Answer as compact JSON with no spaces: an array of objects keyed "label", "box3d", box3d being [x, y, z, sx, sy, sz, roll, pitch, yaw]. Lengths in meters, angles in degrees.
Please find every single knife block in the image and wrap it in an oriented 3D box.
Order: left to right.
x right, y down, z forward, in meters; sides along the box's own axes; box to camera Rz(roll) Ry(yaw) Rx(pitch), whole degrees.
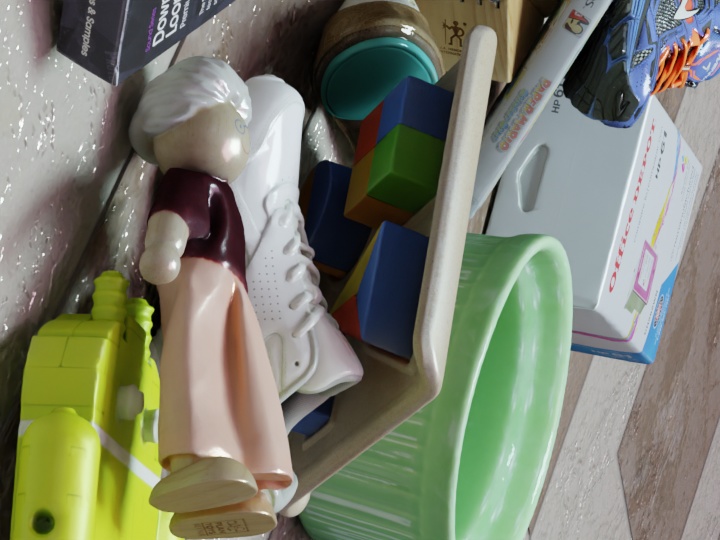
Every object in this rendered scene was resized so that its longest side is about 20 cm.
[{"label":"knife block","box3d":[0.064,-0.199,1.493,0.200,0.064,0.176,-58,154,-47]}]

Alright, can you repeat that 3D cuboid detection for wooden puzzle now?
[{"label":"wooden puzzle","box3d":[0.000,0.000,1.339,0.200,0.046,0.186,131,-27,-58]}]

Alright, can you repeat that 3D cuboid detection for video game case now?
[{"label":"video game case","box3d":[0.114,-0.135,1.589,0.182,0.023,0.200,-58,180,23]}]

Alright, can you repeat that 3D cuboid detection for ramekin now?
[{"label":"ramekin","box3d":[0.038,0.070,1.531,0.200,0.097,0.201,12,90,-72]}]

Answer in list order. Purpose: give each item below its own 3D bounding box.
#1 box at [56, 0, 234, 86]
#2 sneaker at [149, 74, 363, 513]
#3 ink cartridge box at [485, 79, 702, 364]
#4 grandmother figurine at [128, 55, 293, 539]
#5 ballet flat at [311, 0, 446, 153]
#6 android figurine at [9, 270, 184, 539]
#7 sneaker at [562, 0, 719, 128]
[{"label":"box","box3d":[-0.043,-0.177,1.133,0.200,0.036,0.143,-43,155,-46]},{"label":"sneaker","box3d":[-0.040,0.016,1.257,0.078,0.099,0.201,5,96,-70]},{"label":"ink cartridge box","box3d":[0.150,-0.031,1.828,0.200,0.084,0.145,34,69,-69]},{"label":"grandmother figurine","box3d":[-0.062,0.006,1.166,0.121,0.060,0.201,88,-2,-67]},{"label":"ballet flat","box3d":[0.016,-0.099,1.429,0.200,0.068,0.073,61,24,-64]},{"label":"android figurine","box3d":[-0.107,0.102,1.150,0.182,0.041,0.201,62,32,-71]},{"label":"sneaker","box3d":[0.172,-0.133,1.599,0.075,0.078,0.200,-58,-179,34]}]
